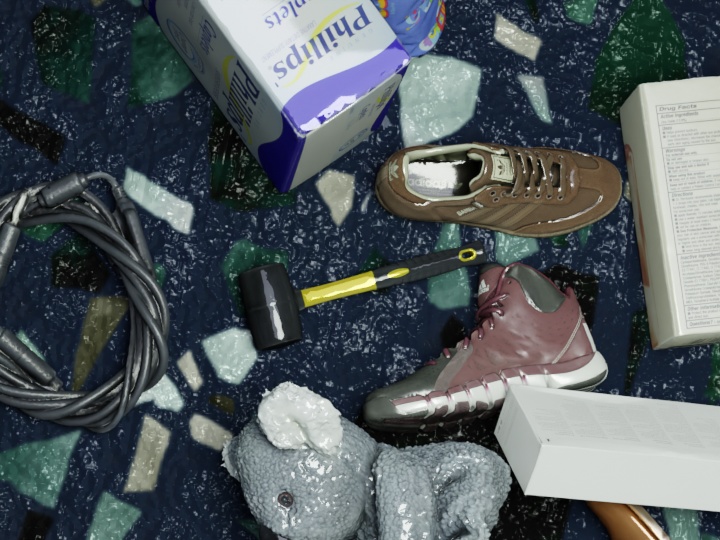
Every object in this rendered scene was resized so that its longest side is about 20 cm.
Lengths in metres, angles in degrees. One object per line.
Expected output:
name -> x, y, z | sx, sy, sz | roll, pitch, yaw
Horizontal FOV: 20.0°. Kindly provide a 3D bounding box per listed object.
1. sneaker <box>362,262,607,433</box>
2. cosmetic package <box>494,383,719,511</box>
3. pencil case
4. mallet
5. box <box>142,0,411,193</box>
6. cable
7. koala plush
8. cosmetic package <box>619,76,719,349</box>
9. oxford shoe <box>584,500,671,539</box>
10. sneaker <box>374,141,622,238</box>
sneaker -> 0.086, 0.055, 1.583 | 0.199, 0.076, 0.116 | -10, 76, -18
cosmetic package -> 0.208, 0.137, 1.542 | 0.199, 0.083, 0.051 | 7, 116, -19
pencil case -> 0.025, -0.222, 1.558 | 0.078, 0.200, 0.087 | 22, 80, 7
mallet -> 0.000, 0.000, 1.597 | 0.199, 0.041, 0.066 | -22, 86, -13
box -> -0.069, -0.183, 1.544 | 0.105, 0.184, 0.200 | -36, 85, -11
cable -> -0.232, 0.030, 1.558 | 0.162, 0.051, 0.201 | -16, 83, -8
koala plush -> -0.010, 0.167, 1.506 | 0.199, 0.177, 0.184 | 35, 67, 1
cosmetic package -> 0.271, -0.045, 1.605 | 0.103, 0.087, 0.201 | -4, 82, -6
oxford shoe -> 0.221, 0.244, 1.560 | 0.071, 0.071, 0.201 | -32, 85, -3
sneaker -> 0.112, -0.066, 1.598 | 0.199, 0.076, 0.071 | -2, 80, -6
